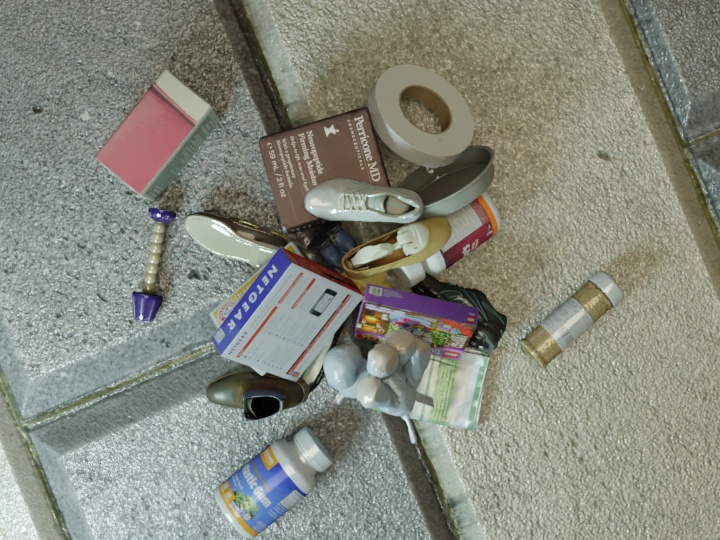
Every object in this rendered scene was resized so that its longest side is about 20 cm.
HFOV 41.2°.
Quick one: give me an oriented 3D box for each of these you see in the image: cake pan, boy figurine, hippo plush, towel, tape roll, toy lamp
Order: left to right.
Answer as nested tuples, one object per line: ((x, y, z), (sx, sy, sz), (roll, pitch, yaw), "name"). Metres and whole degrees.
((-0.373, -0.009, 1.725), (0.058, 0.058, 0.202), (12, 88, -1), "toy lamp")
((0.000, 0.000, 1.704), (0.200, 0.064, 0.125), (47, 58, -23), "boy figurine")
((0.028, 0.174, 1.685), (0.160, 0.200, 0.160), (17, 72, 41), "hippo plush")
((0.108, -0.273, 1.689), (0.201, 0.037, 0.204), (14, 56, -21), "tape roll")
((0.130, 0.203, 1.747), (0.198, 0.031, 0.151), (10, 89, -1), "towel")
((0.149, -0.150, 1.677), (0.199, 0.200, 0.037), (-31, 113, -1), "cake pan")

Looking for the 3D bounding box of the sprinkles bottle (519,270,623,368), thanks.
((0.382, 0.089, 1.734), (0.200, 0.068, 0.068), (-41, 91, -1), "sprinkles bottle")

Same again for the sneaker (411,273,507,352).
((0.178, 0.063, 1.740), (0.200, 0.075, 0.079), (39, 61, 4), "sneaker")

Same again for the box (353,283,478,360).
((0.095, 0.092, 1.675), (0.198, 0.137, 0.039), (12, 59, -1), "box")

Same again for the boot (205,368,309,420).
((-0.198, 0.219, 1.685), (0.198, 0.097, 0.075), (-5, 97, 18), "boot")

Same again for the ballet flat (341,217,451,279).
((0.058, -0.036, 1.605), (0.199, 0.063, 0.069), (-25, 73, 13), "ballet flat")

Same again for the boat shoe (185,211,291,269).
((-0.217, -0.060, 1.727), (0.198, 0.060, 0.072), (21, 129, 2), "boat shoe")

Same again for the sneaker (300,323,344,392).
((-0.086, 0.114, 1.725), (0.088, 0.077, 0.201), (22, 87, 7), "sneaker")

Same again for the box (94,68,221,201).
((-0.354, -0.235, 1.690), (0.109, 0.128, 0.200), (38, 88, 0), "box")

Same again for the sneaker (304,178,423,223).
((0.007, -0.114, 1.560), (0.198, 0.080, 0.071), (2, 94, -2), "sneaker")

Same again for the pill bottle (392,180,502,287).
((0.143, -0.062, 1.696), (0.199, 0.110, 0.110), (-35, 90, -11), "pill bottle")

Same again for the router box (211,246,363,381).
((-0.119, 0.077, 1.594), (0.179, 0.049, 0.200), (27, 107, -44), "router box")

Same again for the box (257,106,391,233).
((-0.062, -0.171, 1.678), (0.198, 0.164, 0.167), (-17, 90, -1), "box")

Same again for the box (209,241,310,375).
((-0.147, 0.068, 1.679), (0.200, 0.113, 0.101), (-41, 47, 2), "box")

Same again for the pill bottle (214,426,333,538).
((-0.150, 0.371, 1.698), (0.200, 0.112, 0.112), (-39, 91, -1), "pill bottle")
